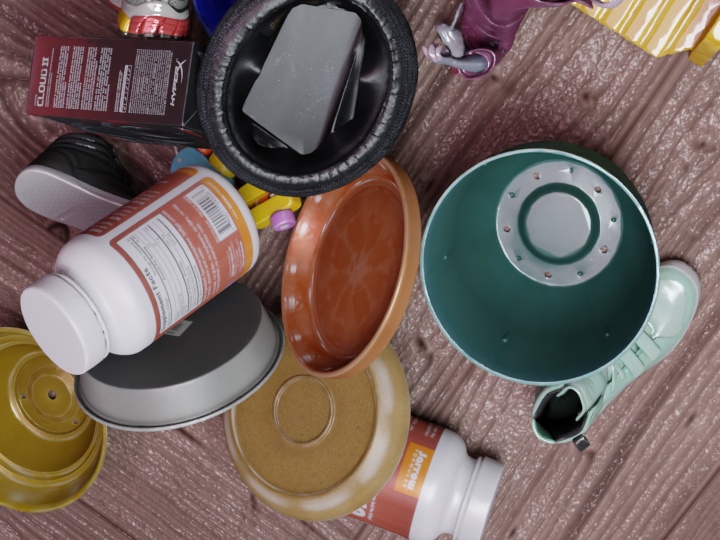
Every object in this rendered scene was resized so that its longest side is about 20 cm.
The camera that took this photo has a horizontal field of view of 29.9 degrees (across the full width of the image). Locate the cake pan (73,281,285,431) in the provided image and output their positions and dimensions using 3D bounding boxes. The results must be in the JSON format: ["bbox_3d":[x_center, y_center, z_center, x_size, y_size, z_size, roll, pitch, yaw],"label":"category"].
[{"bbox_3d":[-0.168,0.068,1.225,0.197,0.201,0.037,-2,124,16],"label":"cake pan"}]

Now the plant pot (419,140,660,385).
[{"bbox_3d":[0.166,-0.022,1.181,0.198,0.161,0.204,4,106,15],"label":"plant pot"}]

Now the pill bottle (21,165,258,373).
[{"bbox_3d":[-0.193,0.001,1.181,0.112,0.199,0.113,29,139,29],"label":"pill bottle"}]

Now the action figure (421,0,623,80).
[{"bbox_3d":[0.120,-0.235,1.149,0.147,0.200,0.136,0,67,-11],"label":"action figure"}]

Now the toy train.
[{"bbox_3d":[-0.099,-0.113,1.284,0.198,0.055,0.153,2,86,29],"label":"toy train"}]

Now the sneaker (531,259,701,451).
[{"bbox_3d":[0.232,0.082,1.216,0.074,0.118,0.201,42,111,2],"label":"sneaker"}]

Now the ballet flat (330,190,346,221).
[{"bbox_3d":[0.000,0.000,1.290,0.068,0.069,0.203,5,106,14],"label":"ballet flat"}]

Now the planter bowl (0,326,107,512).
[{"bbox_3d":[-0.339,0.143,1.411,0.197,0.083,0.203,4,107,14],"label":"planter bowl"}]

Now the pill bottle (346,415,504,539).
[{"bbox_3d":[0.034,0.195,1.306,0.198,0.112,0.114,18,110,10],"label":"pill bottle"}]

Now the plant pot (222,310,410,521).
[{"bbox_3d":[-0.049,0.130,1.252,0.197,0.027,0.203,-4,81,25],"label":"plant pot"}]

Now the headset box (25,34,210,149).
[{"bbox_3d":[-0.193,-0.159,1.223,0.198,0.148,0.078,6,88,28],"label":"headset box"}]

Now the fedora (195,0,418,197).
[{"bbox_3d":[-0.047,-0.168,1.153,0.197,0.092,0.203,-2,115,-4],"label":"fedora"}]

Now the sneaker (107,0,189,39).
[{"bbox_3d":[-0.182,-0.266,1.199,0.077,0.200,0.083,1,113,-18],"label":"sneaker"}]

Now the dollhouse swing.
[{"bbox_3d":[0.234,-0.272,1.083,0.199,0.176,0.183,32,111,3],"label":"dollhouse swing"}]

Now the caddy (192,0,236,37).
[{"bbox_3d":[-0.068,-0.281,1.200,0.140,0.105,0.202,28,111,5],"label":"caddy"}]

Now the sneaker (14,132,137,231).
[{"bbox_3d":[-0.232,-0.070,1.321,0.198,0.100,0.071,28,126,-13],"label":"sneaker"}]

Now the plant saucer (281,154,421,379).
[{"bbox_3d":[-0.006,-0.004,1.187,0.032,0.201,0.202,13,115,-31],"label":"plant saucer"}]
